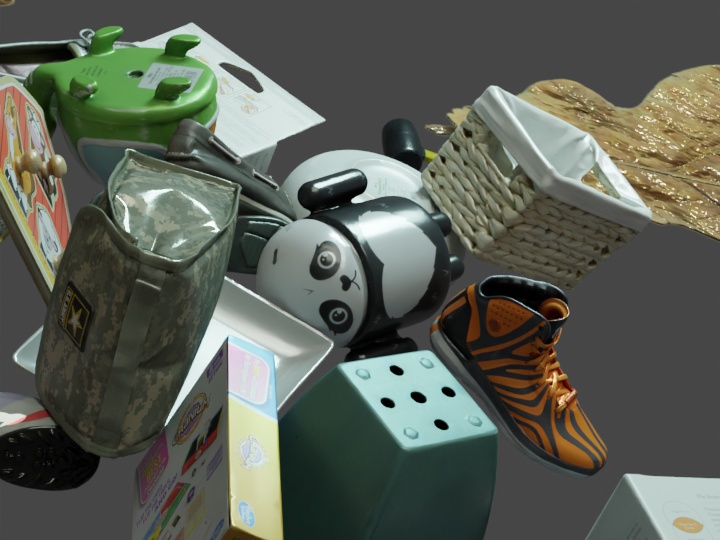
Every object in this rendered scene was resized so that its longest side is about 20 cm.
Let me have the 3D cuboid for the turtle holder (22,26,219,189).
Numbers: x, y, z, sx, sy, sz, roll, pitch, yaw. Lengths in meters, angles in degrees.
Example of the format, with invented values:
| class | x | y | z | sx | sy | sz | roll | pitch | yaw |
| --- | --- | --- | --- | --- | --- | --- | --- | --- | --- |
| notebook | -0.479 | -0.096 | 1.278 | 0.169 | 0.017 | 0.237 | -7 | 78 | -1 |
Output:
| class | x | y | z | sx | sy | sz | roll | pitch | yaw |
| --- | --- | --- | --- | --- | --- | --- | --- | --- | --- |
| turtle holder | -0.224 | -0.137 | 1.561 | 0.185 | 0.132 | 0.141 | -10 | 35 | -16 |

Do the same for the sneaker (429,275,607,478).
| class | x | y | z | sx | sy | sz | roll | pitch | yaw |
| --- | --- | --- | --- | --- | --- | --- | --- | --- | --- |
| sneaker | 0.159 | 0.087 | 1.476 | 0.200 | 0.112 | 0.078 | 43 | 35 | 0 |

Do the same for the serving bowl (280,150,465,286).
| class | x | y | z | sx | sy | sz | roll | pitch | yaw |
| --- | --- | --- | --- | --- | --- | --- | --- | --- | --- |
| serving bowl | 0.019 | -0.060 | 1.673 | 0.200 | 0.066 | 0.200 | 18 | 33 | -12 |

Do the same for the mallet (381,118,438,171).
| class | x | y | z | sx | sy | sz | roll | pitch | yaw |
| --- | --- | --- | --- | --- | --- | --- | --- | --- | --- |
| mallet | 0.113 | -0.119 | 1.851 | 0.200 | 0.041 | 0.066 | 11 | 37 | -27 |

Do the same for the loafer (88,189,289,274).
| class | x | y | z | sx | sy | sz | roll | pitch | yaw |
| --- | --- | --- | --- | --- | --- | --- | --- | --- | --- |
| loafer | -0.156 | -0.029 | 1.531 | 0.200 | 0.072 | 0.063 | 12 | -6 | -21 |

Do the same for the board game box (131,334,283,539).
| class | x | y | z | sx | sy | sz | roll | pitch | yaw |
| --- | --- | --- | --- | --- | --- | --- | --- | --- | --- |
| board game box | -0.110 | 0.164 | 1.176 | 0.040 | 0.153 | 0.200 | 24 | 31 | -21 |

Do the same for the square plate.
| class | x | y | z | sx | sy | sz | roll | pitch | yaw |
| --- | --- | --- | --- | --- | --- | --- | --- | --- | --- |
| square plate | -0.150 | 0.072 | 1.380 | 0.198 | 0.028 | 0.200 | 30 | 43 | 9 |

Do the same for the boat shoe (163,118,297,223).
| class | x | y | z | sx | sy | sz | roll | pitch | yaw |
| --- | --- | --- | --- | --- | --- | --- | --- | --- | --- |
| boat shoe | -0.111 | -0.083 | 1.544 | 0.067 | 0.057 | 0.200 | 4 | -12 | 28 |

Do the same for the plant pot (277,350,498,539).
| class | x | y | z | sx | sy | sz | roll | pitch | yaw |
| --- | --- | --- | --- | --- | --- | --- | --- | --- | --- |
| plant pot | 0.005 | 0.163 | 1.209 | 0.141 | 0.200 | 0.141 | -7 | 43 | -38 |

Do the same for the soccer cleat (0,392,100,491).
| class | x | y | z | sx | sy | sz | roll | pitch | yaw |
| --- | --- | --- | --- | --- | --- | --- | --- | --- | --- |
| soccer cleat | -0.291 | 0.115 | 1.227 | 0.200 | 0.068 | 0.073 | 10 | 15 | -19 |

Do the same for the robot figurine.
| class | x | y | z | sx | sy | sz | roll | pitch | yaw |
| --- | --- | --- | --- | --- | --- | --- | --- | --- | --- |
| robot figurine | 0.001 | 0.001 | 1.510 | 0.200 | 0.125 | 0.150 | -16 | 51 | -41 |

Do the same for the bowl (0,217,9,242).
| class | x | y | z | sx | sy | sz | roll | pitch | yaw |
| --- | --- | --- | --- | --- | --- | --- | --- | --- | --- |
| bowl | -0.385 | -0.038 | 1.344 | 0.201 | 0.094 | 0.201 | 21 | 30 | -13 |

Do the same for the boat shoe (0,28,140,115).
| class | x | y | z | sx | sy | sz | roll | pitch | yaw |
| --- | --- | --- | --- | --- | --- | --- | --- | --- | --- |
| boat shoe | -0.297 | -0.193 | 1.625 | 0.202 | 0.065 | 0.074 | -6 | 55 | -21 |

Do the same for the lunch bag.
| class | x | y | z | sx | sy | sz | roll | pitch | yaw |
| --- | --- | --- | --- | --- | --- | --- | --- | --- | --- |
| lunch bag | -0.166 | 0.024 | 1.241 | 0.117 | 0.164 | 0.200 | 17 | 20 | -5 |

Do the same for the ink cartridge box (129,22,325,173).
| class | x | y | z | sx | sy | sz | roll | pitch | yaw |
| --- | --- | --- | --- | --- | --- | --- | --- | --- | --- |
| ink cartridge box | -0.165 | -0.169 | 1.730 | 0.200 | 0.045 | 0.176 | 37 | 36 | 20 |

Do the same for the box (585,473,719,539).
| class | x | y | z | sx | sy | sz | roll | pitch | yaw |
| --- | --- | --- | --- | --- | --- | --- | --- | --- | --- |
| box | 0.287 | 0.268 | 1.325 | 0.152 | 0.106 | 0.200 | 5 | 37 | -26 |

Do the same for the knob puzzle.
| class | x | y | z | sx | sy | sz | roll | pitch | yaw |
| --- | --- | --- | --- | --- | --- | --- | --- | --- | --- |
| knob puzzle | -0.265 | -0.078 | 1.405 | 0.030 | 0.220 | 0.220 | -15 | 36 | 4 |

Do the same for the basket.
| class | x | y | z | sx | sy | sz | roll | pitch | yaw |
| --- | --- | --- | --- | --- | --- | --- | --- | --- | --- |
| basket | 0.173 | -0.076 | 1.685 | 0.200 | 0.123 | 0.136 | 18 | 33 | -50 |
